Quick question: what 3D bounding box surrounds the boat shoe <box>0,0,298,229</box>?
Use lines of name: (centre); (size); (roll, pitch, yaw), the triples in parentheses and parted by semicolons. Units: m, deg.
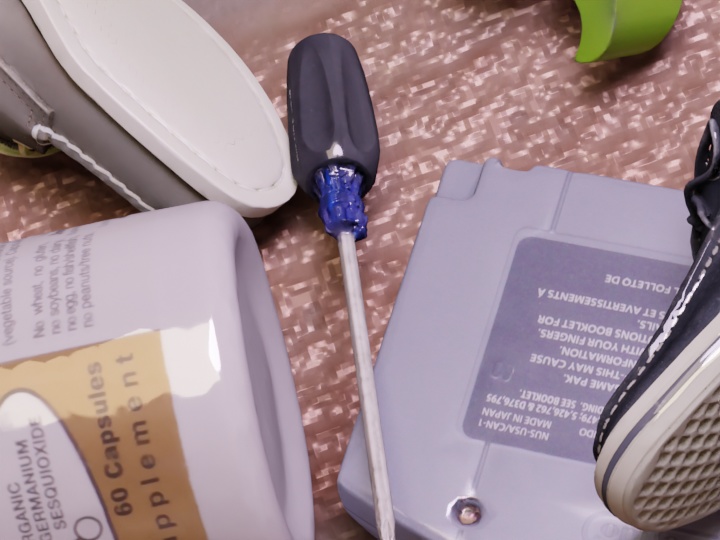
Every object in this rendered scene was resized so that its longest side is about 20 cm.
boat shoe: (-0.103, -0.073, 0.927); (0.202, 0.072, 0.060); (44, 118, 15)

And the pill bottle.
pill bottle: (-0.120, 0.055, 0.831); (0.200, 0.114, 0.114); (-12, 61, 5)

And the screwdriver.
screwdriver: (0.000, 0.000, 0.858); (0.029, 0.028, 0.200); (-48, 34, 29)

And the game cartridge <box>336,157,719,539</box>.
game cartridge: (0.101, 0.045, 0.838); (0.200, 0.041, 0.133); (12, 62, 17)

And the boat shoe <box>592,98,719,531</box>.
boat shoe: (0.117, -0.012, 0.806); (0.062, 0.075, 0.200); (26, 66, 28)

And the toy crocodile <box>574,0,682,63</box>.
toy crocodile: (0.020, -0.131, 0.936); (0.200, 0.062, 0.068); (31, 33, 26)
